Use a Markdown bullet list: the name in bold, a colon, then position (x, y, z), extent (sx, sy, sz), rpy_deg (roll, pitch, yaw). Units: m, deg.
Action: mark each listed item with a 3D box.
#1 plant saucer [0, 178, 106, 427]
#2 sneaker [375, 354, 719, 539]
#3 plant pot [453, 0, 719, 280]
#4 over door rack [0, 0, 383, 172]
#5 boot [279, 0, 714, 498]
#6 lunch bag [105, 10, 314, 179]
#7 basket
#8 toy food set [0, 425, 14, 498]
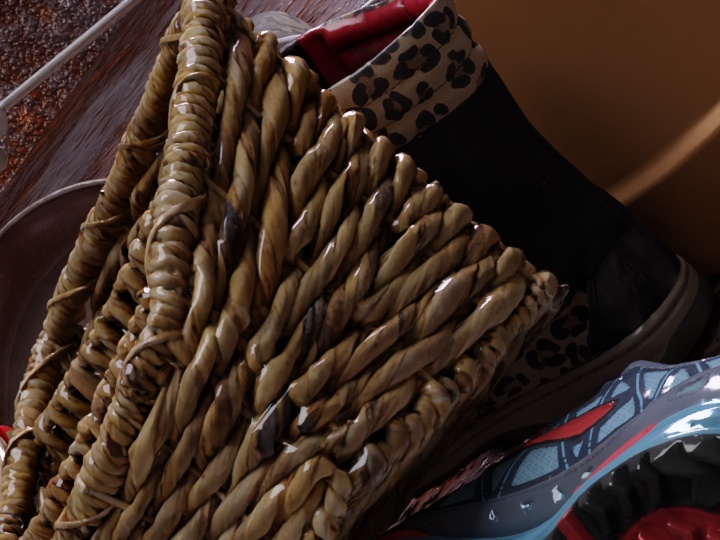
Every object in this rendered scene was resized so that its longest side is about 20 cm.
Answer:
- **plant saucer**: position (-0.090, 0.061, 0.989), extent (0.200, 0.200, 0.032), rpy_deg (-45, -18, 25)
- **sneaker**: position (0.073, 0.073, 0.639), extent (0.200, 0.079, 0.096), rpy_deg (-28, 12, 47)
- **plant pot**: position (0.104, -0.110, 0.830), extent (0.200, 0.140, 0.200), rpy_deg (-48, 13, 15)
- **over door rack**: position (-0.049, -0.057, 0.875), extent (0.200, 0.148, 0.067), rpy_deg (-46, 28, -14)
- **boot**: position (0.000, 0.000, 0.794), extent (0.200, 0.151, 0.073), rpy_deg (-23, 26, 35)
- **lunch bag**: position (-0.048, -0.008, 1.082), extent (0.200, 0.139, 0.168), rpy_deg (-48, 17, 12)
- **basket**: position (-0.062, 0.043, 0.709), extent (0.143, 0.149, 0.200), rpy_deg (-42, -9, -40)
- **toy food set**: position (-0.123, 0.156, 0.862), extent (0.200, 0.049, 0.198), rpy_deg (103, 154, -42)
